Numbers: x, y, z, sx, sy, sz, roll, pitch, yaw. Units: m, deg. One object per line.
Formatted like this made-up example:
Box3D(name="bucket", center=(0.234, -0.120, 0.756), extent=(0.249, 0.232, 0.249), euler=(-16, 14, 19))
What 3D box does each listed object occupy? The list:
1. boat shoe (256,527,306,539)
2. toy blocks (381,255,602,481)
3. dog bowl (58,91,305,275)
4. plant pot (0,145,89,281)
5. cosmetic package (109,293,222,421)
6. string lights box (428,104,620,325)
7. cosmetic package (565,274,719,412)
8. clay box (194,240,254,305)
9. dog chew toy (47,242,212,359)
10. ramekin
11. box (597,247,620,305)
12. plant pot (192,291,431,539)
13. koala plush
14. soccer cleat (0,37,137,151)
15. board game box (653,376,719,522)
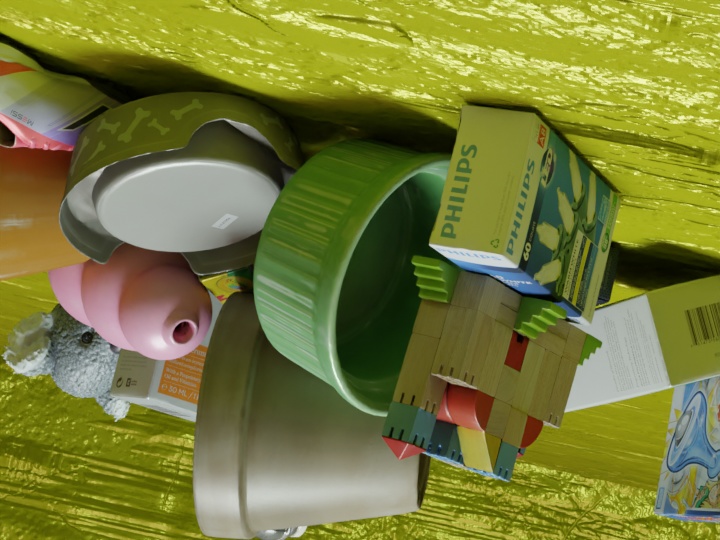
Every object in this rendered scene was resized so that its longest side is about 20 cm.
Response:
Box3D(name="boat shoe", center=(-0.095, 0.142, 1.725), extent=(0.057, 0.201, 0.067), euler=(2, 145, -32))
Box3D(name="toy blocks", center=(0.091, 0.086, 1.427), extent=(0.099, 0.138, 0.200), euler=(11, 170, 37))
Box3D(name="dog bowl", center=(-0.131, -0.066, 1.502), extent=(0.198, 0.059, 0.200), euler=(-5, 154, -3))
Box3D(name="plant pot", center=(-0.303, -0.070, 1.570), extent=(0.182, 0.202, 0.200), euler=(1, 177, -31))
Box3D(name="cosmetic package", center=(-0.157, 0.035, 1.862), extent=(0.101, 0.202, 0.071), euler=(20, 167, -37))
Box3D(name="string lights box", center=(0.120, -0.036, 1.405), extent=(0.058, 0.104, 0.200), euler=(10, 170, 26))
Box3D(name="cosmetic package", center=(0.248, 0.063, 1.702), extent=(0.107, 0.086, 0.200), euler=(-12, 174, -23))
Box3D(name="clay box", center=(-0.100, -0.018, 1.691), extent=(0.047, 0.116, 0.200), euler=(-15, 160, 9))
Box3D(name="dog chew toy", center=(-0.187, 0.010, 1.660), extent=(0.124, 0.125, 0.200), euler=(20, -168, -36))
Box3D(name="ramekin", center=(0.012, -0.002, 1.470), extent=(0.097, 0.201, 0.200), euler=(22, 178, 38))
Box3D(name="box", center=(0.122, -0.003, 1.731), extent=(0.156, 0.051, 0.200), euler=(15, 170, -9))
Box3D(name="plant pot", center=(-0.030, 0.125, 1.590), extent=(0.172, 0.202, 0.200), euler=(6, 169, 7))
Box3D(name="koala plush", center=(-0.252, 0.038, 1.958), extent=(0.177, 0.202, 0.183), euler=(26, 170, -35))
Box3D(name="soccer cleat", center=(-0.238, -0.118, 1.494), extent=(0.199, 0.074, 0.068), euler=(21, 166, -39))
Box3D(name="board game box", center=(0.318, 0.118, 1.711), extent=(0.034, 0.202, 0.135), euler=(14, 169, -20))
